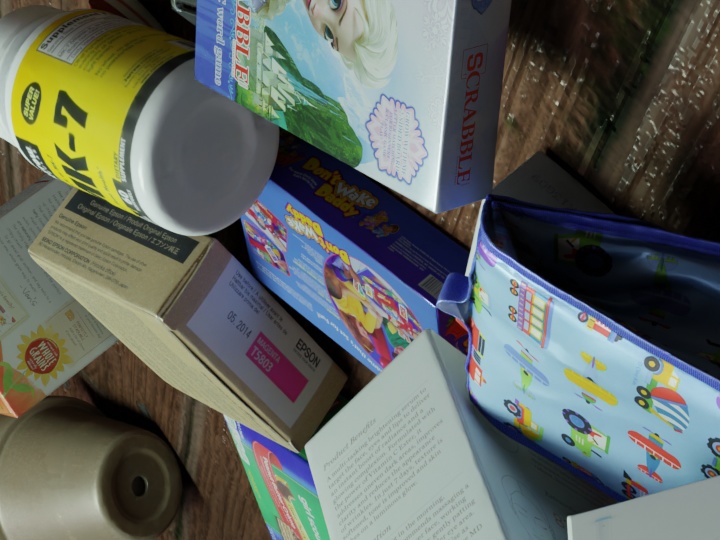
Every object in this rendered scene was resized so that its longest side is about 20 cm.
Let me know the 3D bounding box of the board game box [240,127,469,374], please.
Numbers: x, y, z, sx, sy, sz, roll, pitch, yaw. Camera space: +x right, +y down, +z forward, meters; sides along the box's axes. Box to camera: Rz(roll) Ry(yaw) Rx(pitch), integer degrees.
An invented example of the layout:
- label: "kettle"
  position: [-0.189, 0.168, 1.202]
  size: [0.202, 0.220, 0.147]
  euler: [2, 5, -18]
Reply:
- label: "board game box"
  position: [0.000, 0.000, 1.228]
  size: [0.200, 0.045, 0.135]
  euler: [38, 154, 31]

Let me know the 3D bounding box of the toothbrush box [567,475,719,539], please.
- label: "toothbrush box"
  position: [0.204, 0.174, 0.880]
  size: [0.146, 0.086, 0.200]
  euler: [-20, 140, 26]

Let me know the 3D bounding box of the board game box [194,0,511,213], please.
- label: "board game box"
  position: [-0.007, -0.157, 0.927]
  size: [0.199, 0.041, 0.201]
  euler: [30, 127, 41]

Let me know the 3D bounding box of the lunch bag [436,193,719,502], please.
- label: "lunch bag"
  position: [0.128, 0.049, 0.919]
  size: [0.199, 0.094, 0.151]
  euler: [20, 148, 16]

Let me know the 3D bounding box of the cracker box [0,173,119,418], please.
- label: "cracker box"
  position: [-0.235, 0.002, 1.473]
  size: [0.134, 0.200, 0.058]
  euler: [58, 157, -16]

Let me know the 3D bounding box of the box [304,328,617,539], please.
- label: "box"
  position: [0.073, 0.158, 1.018]
  size: [0.152, 0.106, 0.201]
  euler: [34, -158, -32]

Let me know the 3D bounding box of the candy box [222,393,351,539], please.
- label: "candy box"
  position: [-0.004, 0.183, 1.465]
  size: [0.199, 0.077, 0.170]
  euler: [27, 146, 43]

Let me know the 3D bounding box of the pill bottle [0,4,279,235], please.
- label: "pill bottle"
  position: [-0.156, -0.103, 1.207]
  size: [0.199, 0.114, 0.115]
  euler: [23, 145, 41]

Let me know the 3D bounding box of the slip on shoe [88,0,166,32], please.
- label: "slip on shoe"
  position: [-0.155, -0.117, 1.330]
  size: [0.074, 0.061, 0.201]
  euler: [35, 150, 39]

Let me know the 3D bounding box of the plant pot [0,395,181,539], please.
- label: "plant pot"
  position: [-0.282, 0.224, 1.939]
  size: [0.174, 0.200, 0.201]
  euler: [-9, 119, 45]

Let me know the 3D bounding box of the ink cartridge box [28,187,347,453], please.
- label: "ink cartridge box"
  position: [-0.125, 0.034, 1.389]
  size: [0.164, 0.075, 0.200]
  euler: [22, 161, 41]

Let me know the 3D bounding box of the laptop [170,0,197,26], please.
- label: "laptop"
  position: [-0.024, -0.170, 1.071]
  size: [0.177, 0.103, 0.202]
  euler: [23, 119, 48]

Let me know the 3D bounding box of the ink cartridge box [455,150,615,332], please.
- label: "ink cartridge box"
  position: [0.110, 0.033, 1.061]
  size: [0.109, 0.050, 0.200]
  euler: [43, 154, 19]
